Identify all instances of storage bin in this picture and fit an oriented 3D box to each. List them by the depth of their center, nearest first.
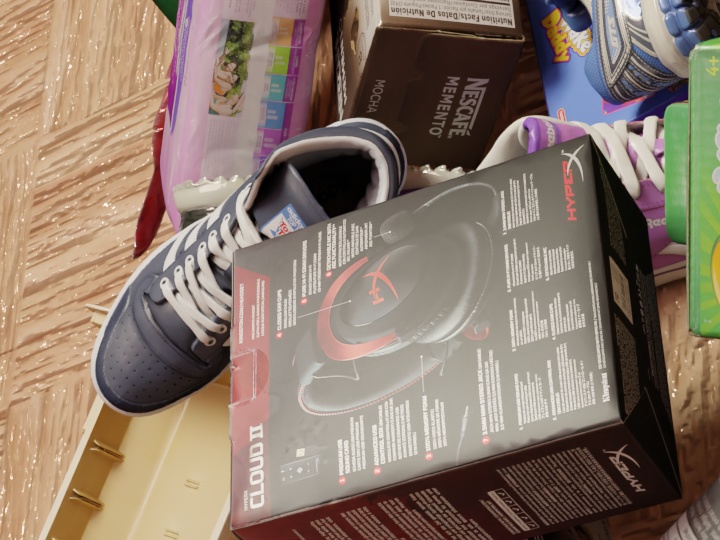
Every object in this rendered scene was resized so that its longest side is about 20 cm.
[{"bbox_3d":[-0.108,0.136,1.171,0.198,0.094,0.201,11,75,46],"label":"storage bin"}]

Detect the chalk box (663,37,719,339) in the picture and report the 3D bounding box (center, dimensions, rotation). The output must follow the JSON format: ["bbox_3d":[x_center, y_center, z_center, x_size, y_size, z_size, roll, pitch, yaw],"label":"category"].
[{"bbox_3d":[0.209,-0.037,0.898,0.199,0.124,0.125,3,100,34],"label":"chalk box"}]

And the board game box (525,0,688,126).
[{"bbox_3d":[0.153,-0.153,1.130,0.134,0.045,0.201,-29,49,28],"label":"board game box"}]

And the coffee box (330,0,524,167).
[{"bbox_3d":[0.031,-0.170,1.185,0.113,0.080,0.201,110,161,-55],"label":"coffee box"}]

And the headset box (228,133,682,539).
[{"bbox_3d":[0.028,0.045,0.944,0.199,0.075,0.149,-18,51,20],"label":"headset box"}]

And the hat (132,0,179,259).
[{"bbox_3d":[-0.059,-0.141,1.323,0.200,0.165,0.176,-30,83,38],"label":"hat"}]

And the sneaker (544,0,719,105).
[{"bbox_3d":[0.121,-0.167,1.081,0.085,0.077,0.200,-35,46,30],"label":"sneaker"}]

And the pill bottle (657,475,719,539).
[{"bbox_3d":[0.174,0.139,0.884,0.200,0.116,0.116,-49,43,12],"label":"pill bottle"}]

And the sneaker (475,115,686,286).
[{"bbox_3d":[0.138,-0.047,1.032,0.200,0.114,0.073,-29,47,27],"label":"sneaker"}]

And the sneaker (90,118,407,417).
[{"bbox_3d":[-0.058,-0.001,1.057,0.200,0.070,0.109,-42,4,1],"label":"sneaker"}]

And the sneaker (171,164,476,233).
[{"bbox_3d":[0.000,0.000,1.145,0.199,0.070,0.100,-2,83,11],"label":"sneaker"}]

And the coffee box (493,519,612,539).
[{"bbox_3d":[0.052,0.108,1.021,0.080,0.113,0.200,-36,46,22],"label":"coffee box"}]

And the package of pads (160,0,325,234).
[{"bbox_3d":[-0.067,-0.120,1.220,0.121,0.075,0.201,-117,33,-66],"label":"package of pads"}]
